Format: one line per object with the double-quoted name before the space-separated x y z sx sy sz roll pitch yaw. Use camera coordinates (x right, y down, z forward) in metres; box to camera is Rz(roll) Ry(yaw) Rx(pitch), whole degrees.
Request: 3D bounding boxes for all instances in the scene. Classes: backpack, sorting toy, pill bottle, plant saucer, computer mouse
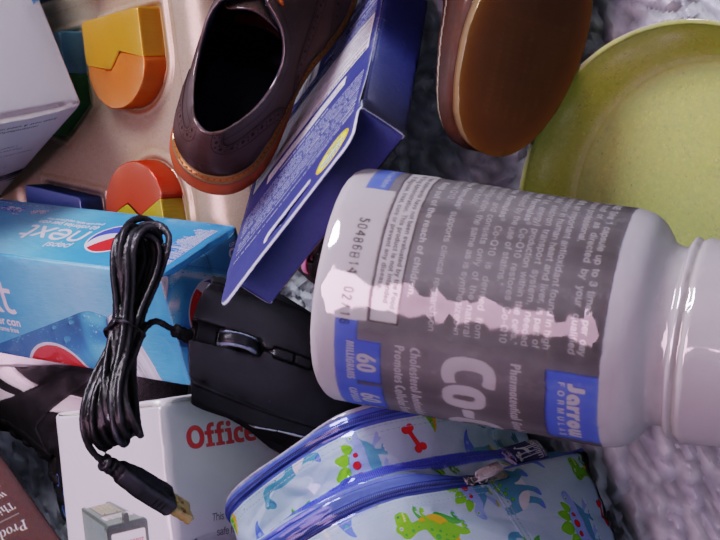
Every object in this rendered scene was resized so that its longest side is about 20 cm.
"backpack" 0.012 0.151 1.373 0.183 0.200 0.147 -37 71 33
"sorting toy" -0.146 -0.070 1.575 0.200 0.036 0.186 -10 87 43
"pill bottle" 0.086 0.021 1.295 0.199 0.114 0.114 9 99 14
"plant saucer" 0.167 -0.023 1.352 0.199 0.031 0.201 2 94 38
"computer mouse" -0.060 0.069 1.411 0.046 0.200 0.141 -8 59 39

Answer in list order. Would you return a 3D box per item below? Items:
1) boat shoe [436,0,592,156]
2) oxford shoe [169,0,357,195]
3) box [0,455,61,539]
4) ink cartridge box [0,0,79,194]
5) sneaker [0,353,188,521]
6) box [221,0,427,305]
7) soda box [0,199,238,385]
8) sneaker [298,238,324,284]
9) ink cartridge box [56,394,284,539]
"boat shoe" 0.079 -0.156 1.381 0.070 0.070 0.201 13 85 58
"oxford shoe" -0.042 -0.138 1.420 0.071 0.073 0.201 17 71 3
"box" -0.272 0.194 1.583 0.200 0.166 0.164 52 149 23
"ink cartridge box" -0.259 -0.110 1.603 0.200 0.086 0.147 -40 68 54
"sneaker" -0.186 0.094 1.600 0.199 0.073 0.112 -3 89 36
"box" -0.017 -0.064 1.403 0.032 0.200 0.121 33 119 -12
"soda box" -0.152 0.010 1.525 0.199 0.064 0.068 8 121 41
"sneaker" 0.000 0.000 1.438 0.200 0.099 0.071 31 112 33
"ink cartridge box" -0.077 0.165 1.478 0.084 0.146 0.201 -7 87 38
